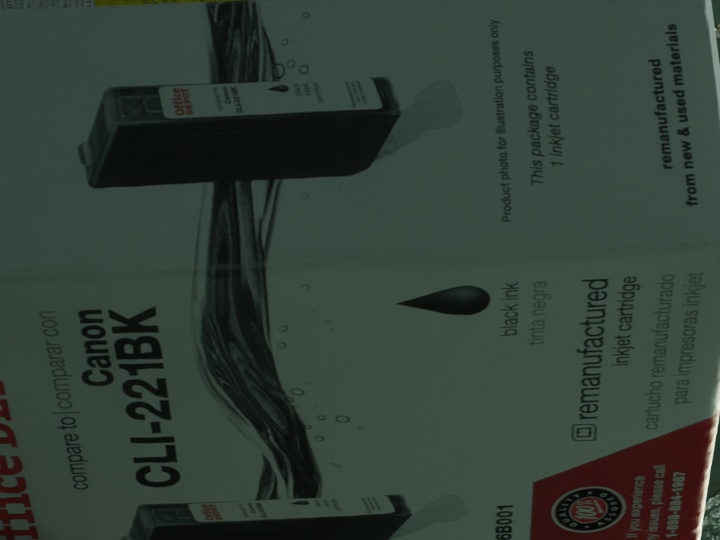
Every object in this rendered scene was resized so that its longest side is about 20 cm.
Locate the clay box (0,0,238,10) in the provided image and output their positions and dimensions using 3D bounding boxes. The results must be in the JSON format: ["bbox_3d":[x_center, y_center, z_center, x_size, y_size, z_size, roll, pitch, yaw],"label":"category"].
[{"bbox_3d":[-0.017,-0.037,0.783,0.048,0.199,0.116,-104,-170,-79],"label":"clay box"}]

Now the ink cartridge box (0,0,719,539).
[{"bbox_3d":[-0.013,0.008,0.689,0.145,0.199,0.084,87,1,-54],"label":"ink cartridge box"}]
